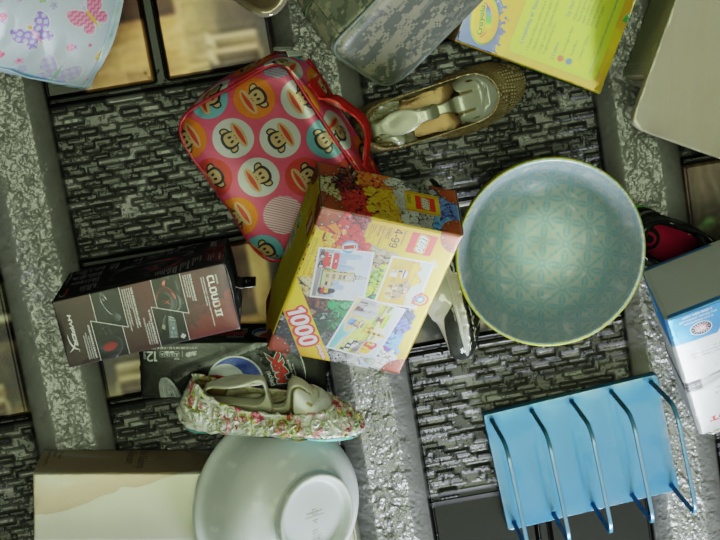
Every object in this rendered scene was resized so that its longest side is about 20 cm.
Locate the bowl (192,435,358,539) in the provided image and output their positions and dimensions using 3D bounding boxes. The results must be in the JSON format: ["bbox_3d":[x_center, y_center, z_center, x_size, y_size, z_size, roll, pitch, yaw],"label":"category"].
[{"bbox_3d":[-0.072,0.253,1.672,0.201,0.090,0.201,-5,99,-37],"label":"bowl"}]

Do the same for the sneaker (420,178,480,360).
[{"bbox_3d":[0.075,0.004,1.703,0.080,0.074,0.200,-16,97,14],"label":"sneaker"}]

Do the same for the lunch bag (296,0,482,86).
[{"bbox_3d":[0.026,-0.315,1.583,0.200,0.139,0.168,-45,58,15],"label":"lunch bag"}]

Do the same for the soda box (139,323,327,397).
[{"bbox_3d":[-0.136,0.096,1.696,0.200,0.071,0.063,-1,106,-3],"label":"soda box"}]

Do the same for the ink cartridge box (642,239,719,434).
[{"bbox_3d":[0.397,0.065,1.672,0.144,0.084,0.200,-21,132,5],"label":"ink cartridge box"}]

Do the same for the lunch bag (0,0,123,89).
[{"bbox_3d":[-0.329,-0.293,1.567,0.169,0.127,0.200,9,96,-31],"label":"lunch bag"}]

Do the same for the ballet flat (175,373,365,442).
[{"bbox_3d":[-0.091,0.141,1.639,0.200,0.076,0.064,2,116,-8],"label":"ballet flat"}]

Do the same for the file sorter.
[{"bbox_3d":[0.251,0.212,1.718,0.200,0.123,0.139,-13,100,-1],"label":"file sorter"}]

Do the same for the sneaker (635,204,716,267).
[{"bbox_3d":[0.367,-0.005,1.703,0.200,0.084,0.077,20,99,-9],"label":"sneaker"}]

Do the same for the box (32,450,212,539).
[{"bbox_3d":[-0.249,0.243,1.706,0.200,0.095,0.078,0,99,-5],"label":"box"}]

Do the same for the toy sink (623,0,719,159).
[{"bbox_3d":[0.360,-0.225,1.651,0.130,0.112,0.200,18,94,-7],"label":"toy sink"}]

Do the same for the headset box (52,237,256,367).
[{"bbox_3d":[-0.207,0.029,1.641,0.200,0.149,0.075,-13,102,-2],"label":"headset box"}]

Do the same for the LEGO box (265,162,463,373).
[{"bbox_3d":[0.000,0.000,1.608,0.149,0.077,0.200,11,130,-14],"label":"LEGO box"}]

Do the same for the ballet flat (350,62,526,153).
[{"bbox_3d":[0.085,-0.168,1.666,0.200,0.065,0.071,-21,99,0],"label":"ballet flat"}]

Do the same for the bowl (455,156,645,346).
[{"bbox_3d":[0.193,-0.028,1.677,0.200,0.108,0.200,-1,101,-4],"label":"bowl"}]

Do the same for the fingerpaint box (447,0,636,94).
[{"bbox_3d":[0.204,-0.307,1.644,0.167,0.073,0.200,19,98,-8],"label":"fingerpaint box"}]

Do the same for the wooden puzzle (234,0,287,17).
[{"bbox_3d":[-0.069,-0.352,1.577,0.046,0.185,0.200,33,96,-38],"label":"wooden puzzle"}]

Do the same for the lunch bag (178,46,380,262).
[{"bbox_3d":[-0.072,-0.124,1.633,0.176,0.082,0.200,-26,105,21],"label":"lunch bag"}]
